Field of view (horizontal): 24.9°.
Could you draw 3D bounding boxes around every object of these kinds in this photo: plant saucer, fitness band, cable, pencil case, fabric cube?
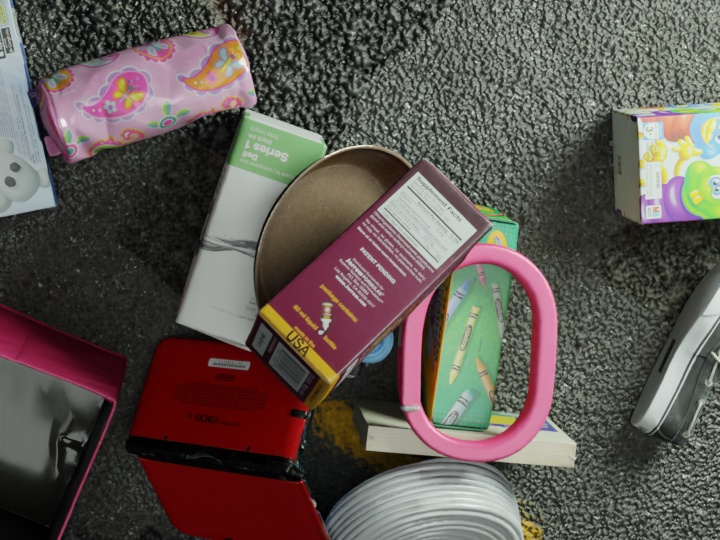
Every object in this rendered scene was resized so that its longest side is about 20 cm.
[{"bbox_3d":[-0.022,-0.019,1.453,0.200,0.037,0.201,-18,119,-36],"label":"plant saucer"},{"bbox_3d":[0.106,0.075,1.477,0.143,0.037,0.200,3,94,-5],"label":"fitness band"},{"bbox_3d":[0.058,0.259,1.565,0.200,0.069,0.200,-7,140,-8],"label":"cable"},{"bbox_3d":[-0.198,-0.162,1.499,0.200,0.087,0.088,-20,100,-13],"label":"pencil case"},{"bbox_3d":[-0.343,0.147,1.490,0.200,0.199,0.196,23,97,-9],"label":"fabric cube"}]

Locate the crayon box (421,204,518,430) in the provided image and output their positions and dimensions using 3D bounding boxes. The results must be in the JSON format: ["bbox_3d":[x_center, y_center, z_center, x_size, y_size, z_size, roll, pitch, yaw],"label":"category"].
[{"bbox_3d":[0.100,0.041,1.556,0.058,0.119,0.200,7,98,-7],"label":"crayon box"}]

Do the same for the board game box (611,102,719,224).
[{"bbox_3d":[0.353,-0.107,1.564,0.200,0.103,0.105,-5,99,-5],"label":"board game box"}]

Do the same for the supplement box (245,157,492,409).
[{"bbox_3d":[0.005,0.012,1.373,0.086,0.110,0.200,45,71,4],"label":"supplement box"}]

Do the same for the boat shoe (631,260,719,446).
[{"bbox_3d":[0.342,0.081,1.607,0.068,0.074,0.199,25,96,-4],"label":"boat shoe"}]

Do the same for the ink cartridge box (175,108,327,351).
[{"bbox_3d":[-0.102,-0.040,1.510,0.084,0.146,0.200,19,96,-6],"label":"ink cartridge box"}]

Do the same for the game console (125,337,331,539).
[{"bbox_3d":[-0.110,0.167,1.550,0.200,0.119,0.173,3,70,34],"label":"game console"}]

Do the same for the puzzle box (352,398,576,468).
[{"bbox_3d":[0.097,0.156,1.566,0.200,0.133,0.025,6,95,-6],"label":"puzzle box"}]

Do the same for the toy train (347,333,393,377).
[{"bbox_3d":[0.000,0.000,1.560,0.114,0.087,0.200,25,95,-2],"label":"toy train"}]

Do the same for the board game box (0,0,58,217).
[{"bbox_3d":[-0.402,-0.138,1.518,0.199,0.043,0.200,-12,100,-5],"label":"board game box"}]
